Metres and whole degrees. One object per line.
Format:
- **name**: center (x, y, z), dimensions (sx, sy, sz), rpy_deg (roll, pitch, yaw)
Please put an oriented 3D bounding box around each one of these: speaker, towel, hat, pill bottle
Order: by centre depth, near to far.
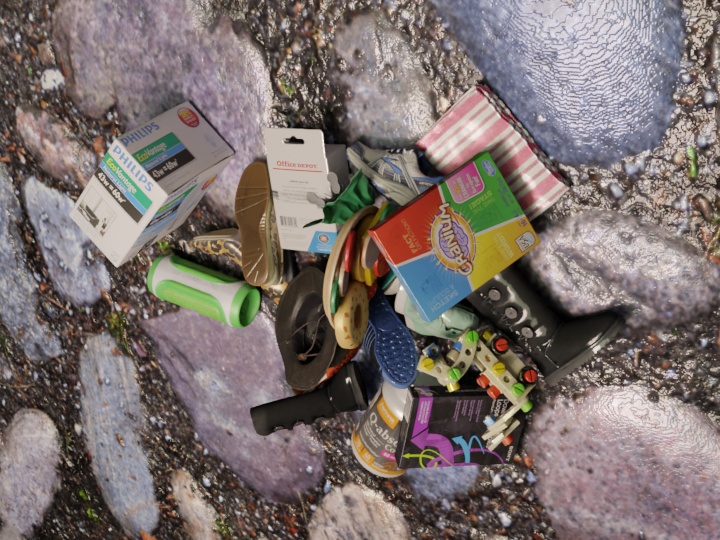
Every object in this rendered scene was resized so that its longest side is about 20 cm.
- **towel**: center (0.186, -0.150, 1.425), dimensions (0.201, 0.030, 0.146), rpy_deg (49, 129, 1)
- **hat**: center (-0.060, 0.095, 1.609), dimensions (0.200, 0.080, 0.204), rpy_deg (-18, 68, 54)
- **pill bottle**: center (0.071, 0.237, 1.631), dimensions (0.116, 0.116, 0.201), rpy_deg (36, 127, 10)
- **speaker**: center (-0.279, 0.035, 1.762), dimensions (0.197, 0.088, 0.090), rpy_deg (19, 122, 22)

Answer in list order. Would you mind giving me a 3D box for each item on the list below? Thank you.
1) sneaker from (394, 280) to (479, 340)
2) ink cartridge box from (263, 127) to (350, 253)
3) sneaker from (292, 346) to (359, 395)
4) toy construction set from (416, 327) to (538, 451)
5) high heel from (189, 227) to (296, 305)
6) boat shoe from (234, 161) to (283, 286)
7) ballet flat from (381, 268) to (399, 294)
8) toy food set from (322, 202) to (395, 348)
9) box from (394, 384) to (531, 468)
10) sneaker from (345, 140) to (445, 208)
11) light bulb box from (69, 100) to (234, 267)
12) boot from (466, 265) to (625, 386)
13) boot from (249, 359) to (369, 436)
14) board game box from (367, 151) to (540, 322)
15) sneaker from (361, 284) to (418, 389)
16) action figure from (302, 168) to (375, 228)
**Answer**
- **sneaker**: center (0.119, 0.049, 1.485), dimensions (0.116, 0.075, 0.201), rpy_deg (10, 163, 17)
- **ink cartridge box**: center (-0.078, -0.135, 1.567), dimensions (0.114, 0.068, 0.203), rpy_deg (7, 117, 28)
- **sneaker**: center (-0.068, 0.151, 1.702), dimensions (0.078, 0.073, 0.200), rpy_deg (52, 126, 8)
- **toy construction set**: center (0.182, 0.168, 1.464), dimensions (0.201, 0.131, 0.092), rpy_deg (52, 162, -13)
- **high heel**: center (-0.202, 0.002, 1.704), dimensions (0.197, 0.071, 0.145), rpy_deg (0, 107, 21)
- **boat shoe**: center (-0.160, -0.075, 1.626), dimensions (0.072, 0.062, 0.204), rpy_deg (-3, 86, 33)
- **ballet flat**: center (0.095, -0.027, 1.525), dimensions (0.069, 0.069, 0.202), rpy_deg (35, 125, 11)
- **toy food set**: center (0.000, 0.000, 1.480), dimensions (0.048, 0.201, 0.200), rpy_deg (16, 140, 20)
- **box**: center (0.160, 0.245, 1.559), dimensions (0.196, 0.036, 0.145), rpy_deg (-1, 122, -16)
- **sneaker**: center (0.060, -0.145, 1.476), dimensions (0.085, 0.077, 0.200), rpy_deg (-49, 56, 0)
- **light bulb box**: center (-0.344, -0.144, 1.641), dimensions (0.125, 0.198, 0.200), rpy_deg (46, 129, 0)
- **boot**: center (0.264, 0.051, 1.452), dimensions (0.201, 0.065, 0.165), rpy_deg (49, 127, 6)
- **boot**: center (-0.090, 0.216, 1.653), dimensions (0.196, 0.067, 0.165), rpy_deg (-11, 152, 2)
- **board game box**: center (0.132, -0.047, 1.391), dimensions (0.154, 0.199, 0.040), rpy_deg (56, 172, -10)
- **sneaker**: center (0.036, 0.109, 1.579), dimensions (0.078, 0.069, 0.202), rpy_deg (93, 157, -57)
- **action figure**: center (-0.022, -0.104, 1.478), dimensions (0.118, 0.200, 0.055), rpy_deg (-40, 78, 10)
